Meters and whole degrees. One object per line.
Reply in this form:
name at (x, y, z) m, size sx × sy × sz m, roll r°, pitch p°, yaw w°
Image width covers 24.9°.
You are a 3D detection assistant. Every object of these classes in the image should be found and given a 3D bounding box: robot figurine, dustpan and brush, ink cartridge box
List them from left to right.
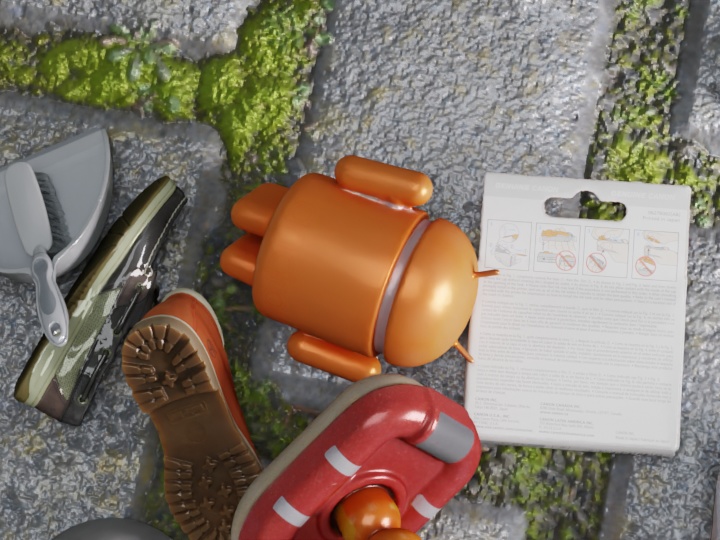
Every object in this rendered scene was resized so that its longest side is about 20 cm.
dustpan and brush at (-0.236, -0.019, 1.206) m, size 0.139 × 0.057 × 0.201 m, roll -22°, pitch 61°, yaw 1°
robot figurine at (0.000, 0.001, 1.195) m, size 0.199 × 0.117 × 0.144 m, roll 20°, pitch 75°, yaw 12°
ink cartridge box at (0.162, 0.034, 1.224) m, size 0.160 × 0.050 × 0.201 m, roll 4°, pitch 78°, yaw 4°

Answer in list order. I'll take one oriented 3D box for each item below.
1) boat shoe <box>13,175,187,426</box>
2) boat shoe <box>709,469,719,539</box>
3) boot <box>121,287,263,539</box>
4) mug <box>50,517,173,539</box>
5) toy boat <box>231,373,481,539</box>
boat shoe at (-0.184, 0.025, 1.231) m, size 0.066 × 0.072 × 0.201 m, roll 35°, pitch 80°, yaw -15°
boat shoe at (0.281, 0.195, 1.183) m, size 0.073 × 0.065 × 0.201 m, roll 19°, pitch 62°, yaw 13°
boot at (-0.112, 0.110, 1.209) m, size 0.075 × 0.107 × 0.201 m, roll -13°, pitch 109°, yaw 8°
mug at (-0.188, 0.269, 1.149) m, size 0.149 × 0.153 × 0.188 m, roll -5°, pitch 82°, yaw 1°
toy boat at (0.007, 0.179, 1.141) m, size 0.200 × 0.130 × 0.131 m, roll -46°, pitch 43°, yaw 13°
